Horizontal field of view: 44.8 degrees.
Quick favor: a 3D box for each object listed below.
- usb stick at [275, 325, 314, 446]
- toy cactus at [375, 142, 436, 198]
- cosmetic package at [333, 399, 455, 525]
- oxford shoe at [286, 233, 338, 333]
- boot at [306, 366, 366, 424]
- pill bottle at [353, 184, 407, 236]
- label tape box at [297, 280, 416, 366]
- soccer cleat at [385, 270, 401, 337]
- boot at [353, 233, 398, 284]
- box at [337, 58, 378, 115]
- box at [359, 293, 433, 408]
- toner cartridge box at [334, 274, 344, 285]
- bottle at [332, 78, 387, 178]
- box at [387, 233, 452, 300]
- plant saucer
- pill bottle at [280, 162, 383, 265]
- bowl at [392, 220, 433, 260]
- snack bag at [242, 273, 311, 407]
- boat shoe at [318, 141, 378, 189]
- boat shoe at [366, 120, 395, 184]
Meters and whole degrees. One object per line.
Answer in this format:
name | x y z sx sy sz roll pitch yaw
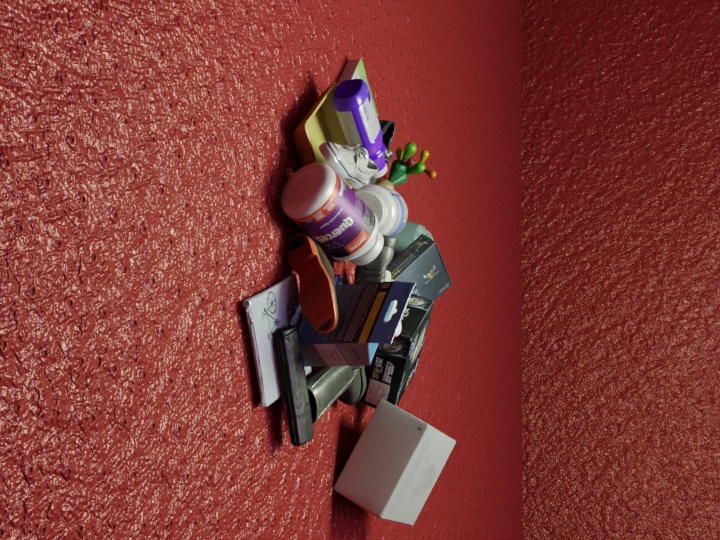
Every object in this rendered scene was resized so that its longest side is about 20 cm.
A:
usb stick | -0.110 0.194 1.458 0.055 0.033 0.201 -22 107 -61
toy cactus | 0.081 -0.193 1.971 0.165 0.102 0.200 -38 168 -35
cosmetic package | 0.072 0.388 1.753 0.200 0.123 0.200 -61 153 -8
oxford shoe | -0.065 0.025 1.507 0.072 0.071 0.200 27 37 -47
boot | -0.055 0.228 1.602 0.200 0.072 0.182 -55 154 -51
pill bottle | 0.026 -0.118 1.777 0.200 0.112 0.112 -12 99 -76
label tape box | -0.003 0.092 1.495 0.066 0.200 0.143 61 38 -37
soccer cleat | 0.038 0.050 1.714 0.086 0.070 0.200 -62 -151 21
boot | 0.000 0.000 1.702 0.200 0.070 0.132 172 -68 -70
box | -0.017 -0.332 1.835 0.200 0.036 0.145 -69 149 -44
box | 0.073 0.168 1.825 0.164 0.086 0.200 -51 157 -58
toner cartridge box | -0.039 0.110 1.701 0.200 0.043 0.095 67 29 -42
bottle | 0.004 -0.271 1.703 0.084 0.065 0.200 -72 151 -42
box | 0.101 0.039 1.916 0.200 0.051 0.158 -42 139 -13
plant saucer | -0.068 -0.229 1.664 0.200 0.048 0.200 -66 146 -52
pill bottle | -0.044 -0.094 1.560 0.200 0.112 0.113 43 46 -39
bowl | 0.111 -0.033 2.030 0.201 0.105 0.201 -4 90 -69
snack bag | -0.139 0.118 1.469 0.200 0.021 0.189 -34 118 -67
boat shoe | -0.019 -0.206 1.605 0.074 0.067 0.200 58 9 11
boat shoe | 0.041 -0.258 1.928 0.070 0.066 0.200 65 30 -44
